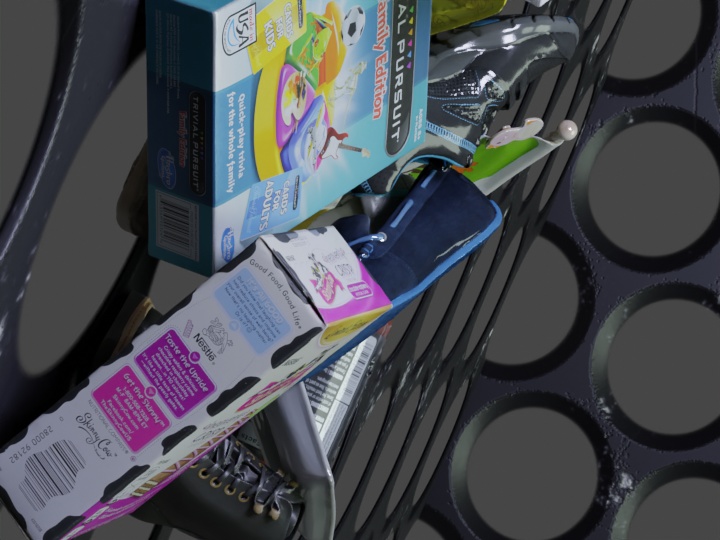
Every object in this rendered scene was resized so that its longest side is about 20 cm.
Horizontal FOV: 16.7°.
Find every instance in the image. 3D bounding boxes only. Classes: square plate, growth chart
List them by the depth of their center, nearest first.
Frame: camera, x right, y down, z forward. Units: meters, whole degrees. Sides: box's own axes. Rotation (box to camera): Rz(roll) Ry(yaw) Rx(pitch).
[{"bbox_3d":[-0.059,0.069,1.553,0.200,0.028,0.198,95,-24,-72],"label":"square plate"},{"bbox_3d":[0.031,-0.062,1.594,0.145,0.200,0.018,-41,-119,61],"label":"growth chart"}]

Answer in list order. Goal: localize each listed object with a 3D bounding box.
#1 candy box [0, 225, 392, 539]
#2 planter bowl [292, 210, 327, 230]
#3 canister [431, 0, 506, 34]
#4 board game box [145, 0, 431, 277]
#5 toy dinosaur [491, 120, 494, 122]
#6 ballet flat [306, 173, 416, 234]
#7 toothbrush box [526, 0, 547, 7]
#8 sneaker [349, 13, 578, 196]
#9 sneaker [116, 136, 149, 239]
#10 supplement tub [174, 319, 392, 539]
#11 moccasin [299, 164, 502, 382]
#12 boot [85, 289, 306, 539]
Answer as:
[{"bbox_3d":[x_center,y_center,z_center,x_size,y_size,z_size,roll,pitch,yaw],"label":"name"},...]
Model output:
[{"bbox_3d":[-0.089,0.061,1.299,0.200,0.061,0.136,-39,173,15],"label":"candy box"},{"bbox_3d":[0.009,-0.052,1.812,0.200,0.083,0.201,24,90,-81],"label":"planter bowl"},{"bbox_3d":[0.059,-0.246,1.462,0.148,0.087,0.200,-11,-132,50],"label":"canister"},{"bbox_3d":[-0.034,-0.105,1.299,0.200,0.047,0.151,-35,136,-46],"label":"board game box"},{"bbox_3d":[0.048,-0.130,1.673,0.136,0.086,0.200,-35,-152,58],"label":"toy dinosaur"},{"bbox_3d":[-0.028,0.003,1.585,0.064,0.067,0.200,1,144,-36],"label":"ballet flat"},{"bbox_3d":[0.102,-0.247,1.305,0.200,0.146,0.086,-39,152,-34],"label":"toothbrush box"},{"bbox_3d":[0.055,-0.106,1.495,0.200,0.073,0.082,-22,102,-32],"label":"sneaker"},{"bbox_3d":[-0.079,-0.036,1.370,0.200,0.075,0.071,33,80,-81],"label":"sneaker"},{"bbox_3d":[-0.062,0.101,1.715,0.107,0.107,0.200,48,66,-80],"label":"supplement tub"},{"bbox_3d":[0.000,0.000,1.467,0.200,0.068,0.080,-37,176,-43],"label":"moccasin"},{"bbox_3d":[-0.089,0.099,1.446,0.078,0.138,0.200,-59,167,-28],"label":"boot"}]
